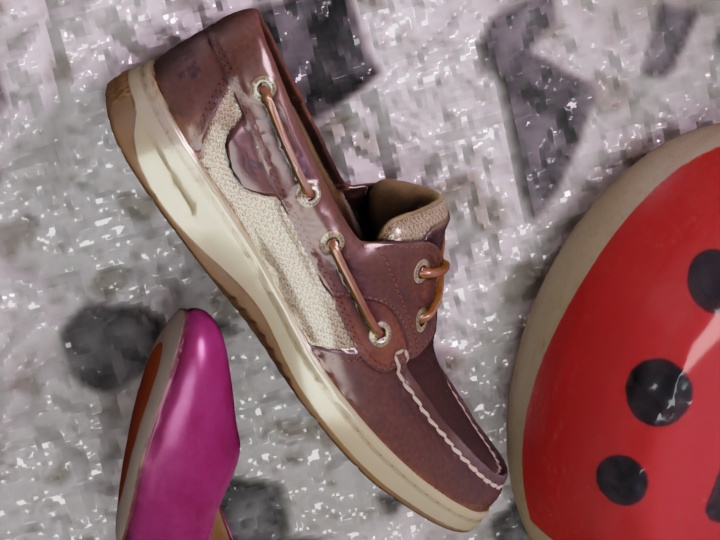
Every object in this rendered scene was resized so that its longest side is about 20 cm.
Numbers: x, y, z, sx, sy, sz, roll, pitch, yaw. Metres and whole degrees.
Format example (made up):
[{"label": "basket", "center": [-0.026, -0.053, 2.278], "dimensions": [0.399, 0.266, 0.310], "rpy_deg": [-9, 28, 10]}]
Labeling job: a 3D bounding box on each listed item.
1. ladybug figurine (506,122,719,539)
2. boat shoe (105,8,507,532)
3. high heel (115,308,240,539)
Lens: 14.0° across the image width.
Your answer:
[{"label": "ladybug figurine", "center": [0.121, 0.045, 0.994], "dimensions": [0.135, 0.072, 0.201], "rpy_deg": [3, 116, -11]}, {"label": "boat shoe", "center": [0.000, 0.000, 0.953], "dimensions": [0.072, 0.072, 0.200], "rpy_deg": [-33, 111, 9]}, {"label": "high heel", "center": [-0.037, 0.097, 0.994], "dimensions": [0.095, 0.068, 0.201], "rpy_deg": [8, 130, -3]}]
